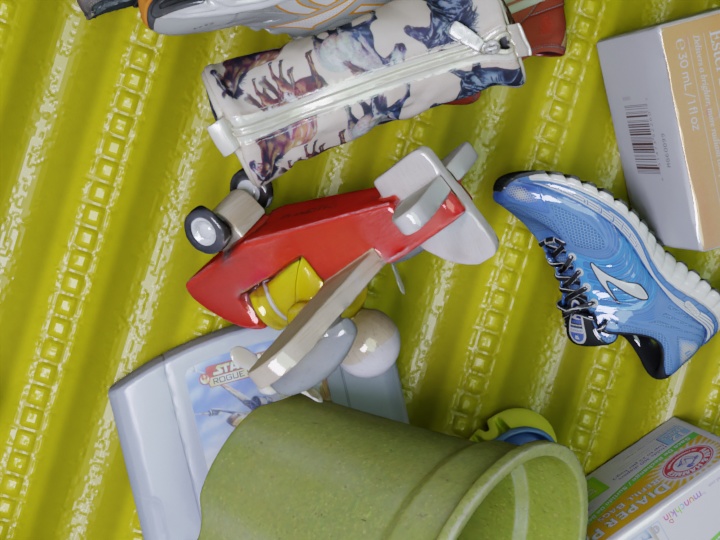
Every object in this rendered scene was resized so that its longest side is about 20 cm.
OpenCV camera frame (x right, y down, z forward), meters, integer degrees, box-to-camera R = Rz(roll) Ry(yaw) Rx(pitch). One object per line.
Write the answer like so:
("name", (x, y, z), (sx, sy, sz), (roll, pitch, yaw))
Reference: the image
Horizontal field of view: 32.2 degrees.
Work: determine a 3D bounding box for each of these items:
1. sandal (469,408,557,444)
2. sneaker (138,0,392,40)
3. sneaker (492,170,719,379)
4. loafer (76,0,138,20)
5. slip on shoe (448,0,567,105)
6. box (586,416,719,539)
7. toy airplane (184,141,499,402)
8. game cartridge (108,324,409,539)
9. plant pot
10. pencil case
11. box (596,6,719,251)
("sandal", (0.064, 0.175, 0.864), (0.200, 0.087, 0.080), (-42, 103, -4))
("sneaker", (-0.040, -0.167, 0.779), (0.197, 0.076, 0.093), (-19, 139, -18))
("sneaker", (0.167, 0.005, 0.875), (0.199, 0.078, 0.090), (39, 84, -12))
("loafer", (-0.087, -0.193, 0.811), (0.197, 0.072, 0.064), (-23, 105, -11))
("slip on shoe", (0.057, -0.138, 0.846), (0.198, 0.074, 0.062), (-26, 102, -14))
("box", (0.191, 0.207, 0.880), (0.198, 0.112, 0.102), (-32, 101, -9))
("toy airplane", (0.000, 0.000, 0.779), (0.198, 0.199, 0.143), (-25, 110, -12))
("game cartridge", (-0.066, 0.102, 0.856), (0.197, 0.042, 0.135), (-15, 102, -10))
("plant pot", (0.008, 0.164, 0.740), (0.199, 0.182, 0.203), (-29, 129, -44))
("pencil case", (0.002, -0.116, 0.753), (0.197, 0.089, 0.079), (-21, 97, -3))
("box", (0.288, -0.115, 0.876), (0.197, 0.106, 0.155), (-16, 98, -10))
